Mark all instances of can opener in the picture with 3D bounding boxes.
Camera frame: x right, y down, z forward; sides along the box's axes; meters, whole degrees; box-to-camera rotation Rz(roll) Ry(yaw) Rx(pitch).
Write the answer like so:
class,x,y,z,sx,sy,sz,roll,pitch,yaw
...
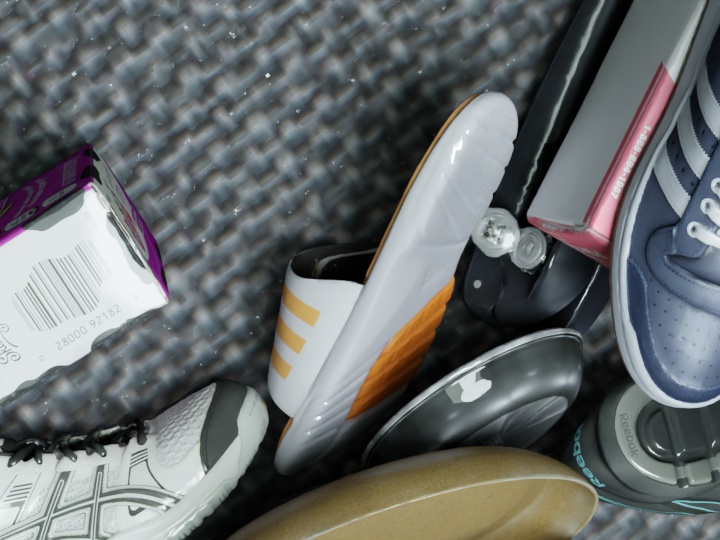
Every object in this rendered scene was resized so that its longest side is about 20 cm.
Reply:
class,x,y,z,sx,sy,sz,roll,pitch,yaw
can opener,0.100,-0.064,0.879,0.063,0.079,0.201,20,96,26

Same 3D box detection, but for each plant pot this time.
class,x,y,z,sx,sy,sz,roll,pitch,yaw
plant pot,0.008,0.124,0.848,0.199,0.200,0.028,-18,67,-5

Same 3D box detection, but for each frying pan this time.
class,x,y,z,sx,sy,sz,roll,pitch,yaw
frying pan,0.022,0.079,0.854,0.189,0.115,0.031,-24,68,-22

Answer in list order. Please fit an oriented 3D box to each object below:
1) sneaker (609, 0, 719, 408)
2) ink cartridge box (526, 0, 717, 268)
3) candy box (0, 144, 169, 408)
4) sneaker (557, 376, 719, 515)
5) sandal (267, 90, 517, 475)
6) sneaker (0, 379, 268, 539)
class,x,y,z,sx,sy,sz,roll,pitch,yaw
sneaker,0.156,-0.042,0.719,0.070,0.108,0.201,17,89,-15
ink cartridge box,0.195,-0.037,0.831,0.199,0.085,0.146,28,86,-15
candy box,-0.181,0.030,0.806,0.199,0.136,0.061,-33,103,-2
sneaker,0.182,0.075,0.913,0.199,0.079,0.076,0,68,-27
sandal,0.005,-0.002,0.856,0.059,0.079,0.207,38,118,23
sneaker,-0.136,0.100,0.860,0.200,0.076,0.088,-36,100,-3
